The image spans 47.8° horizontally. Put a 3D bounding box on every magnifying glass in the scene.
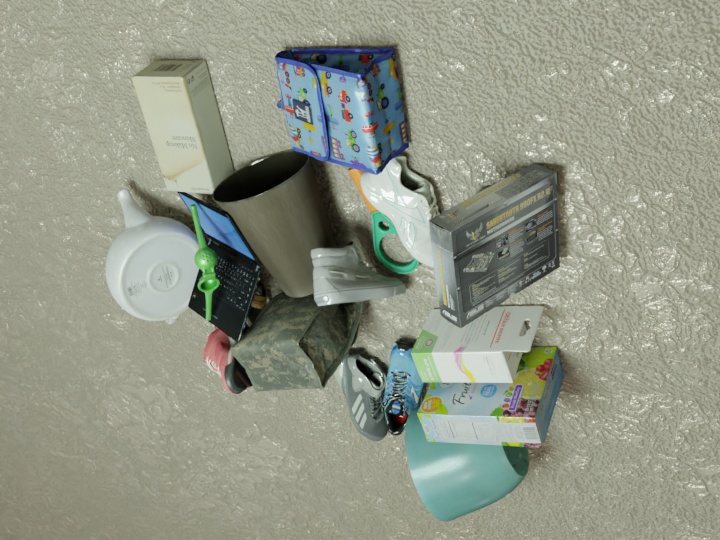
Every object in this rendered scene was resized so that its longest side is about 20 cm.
[{"bbox_3d":[0.035,-0.080,1.297,0.079,0.022,0.202,-12,117,34],"label":"magnifying glass"}]

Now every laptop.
[{"bbox_3d":[-0.255,-0.010,1.359,0.176,0.102,0.203,26,100,46],"label":"laptop"}]

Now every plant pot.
[{"bbox_3d":[0.194,0.310,1.401,0.159,0.201,0.202,-23,112,26],"label":"plant pot"}]

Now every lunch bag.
[{"bbox_3d":[-0.042,-0.241,1.185,0.197,0.094,0.153,15,132,34],"label":"lunch bag"},{"bbox_3d":[-0.096,0.104,1.386,0.162,0.201,0.119,-9,121,37],"label":"lunch bag"}]

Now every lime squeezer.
[{"bbox_3d":[-0.256,0.000,1.325,0.070,0.037,0.204,20,122,48],"label":"lime squeezer"}]

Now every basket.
[{"bbox_3d":[-0.117,-0.070,1.314,0.178,0.137,0.202,-12,122,27],"label":"basket"}]

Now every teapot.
[{"bbox_3d":[-0.380,-0.012,1.485,0.196,0.202,0.146,23,-173,-39],"label":"teapot"}]

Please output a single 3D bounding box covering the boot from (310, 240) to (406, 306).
[{"bbox_3d":[0.000,0.000,1.299,0.073,0.198,0.098,-10,86,39],"label":"boot"}]

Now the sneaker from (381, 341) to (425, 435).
[{"bbox_3d":[0.078,0.216,1.452,0.077,0.090,0.203,12,128,19],"label":"sneaker"}]

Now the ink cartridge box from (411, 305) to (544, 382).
[{"bbox_3d":[0.194,0.118,1.297,0.197,0.118,0.068,-4,124,31],"label":"ink cartridge box"}]

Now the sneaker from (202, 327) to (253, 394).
[{"bbox_3d":[-0.236,0.160,1.431,0.086,0.201,0.074,-26,118,7],"label":"sneaker"}]

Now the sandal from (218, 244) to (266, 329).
[{"bbox_3d":[-0.203,0.035,1.488,0.054,0.082,0.203,-15,111,11],"label":"sandal"}]

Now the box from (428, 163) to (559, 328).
[{"bbox_3d":[0.191,-0.035,1.132,0.048,0.198,0.161,33,144,47],"label":"box"}]

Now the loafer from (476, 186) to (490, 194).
[{"bbox_3d":[0.184,-0.027,1.226,0.075,0.068,0.203,11,128,22],"label":"loafer"}]

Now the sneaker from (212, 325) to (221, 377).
[{"bbox_3d":[-0.251,0.131,1.546,0.200,0.113,0.071,47,131,-11],"label":"sneaker"}]

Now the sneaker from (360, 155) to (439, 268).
[{"bbox_3d":[0.087,-0.086,1.232,0.080,0.071,0.201,-32,105,38],"label":"sneaker"}]

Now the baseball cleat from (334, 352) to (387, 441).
[{"bbox_3d":[0.016,0.241,1.510,0.105,0.070,0.202,-3,124,48],"label":"baseball cleat"}]

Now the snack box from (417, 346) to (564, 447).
[{"bbox_3d":[0.212,0.200,1.316,0.197,0.169,0.068,-6,121,30],"label":"snack box"}]

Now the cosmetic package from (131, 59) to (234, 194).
[{"bbox_3d":[-0.283,-0.231,1.315,0.102,0.073,0.203,5,126,24],"label":"cosmetic package"}]
